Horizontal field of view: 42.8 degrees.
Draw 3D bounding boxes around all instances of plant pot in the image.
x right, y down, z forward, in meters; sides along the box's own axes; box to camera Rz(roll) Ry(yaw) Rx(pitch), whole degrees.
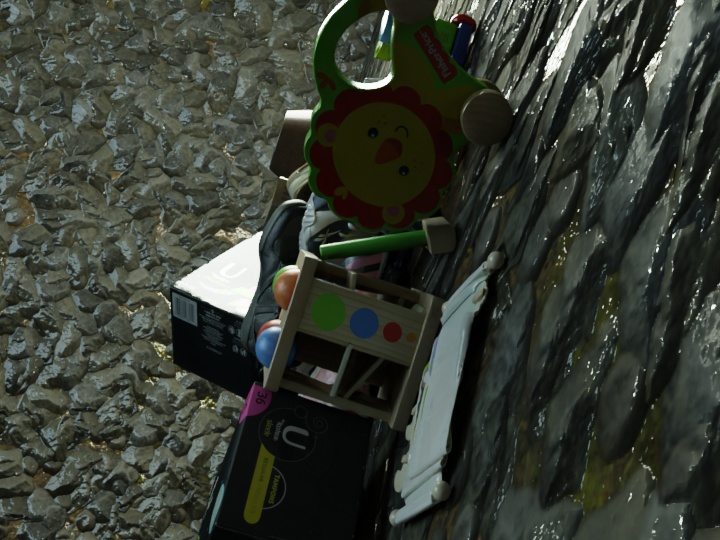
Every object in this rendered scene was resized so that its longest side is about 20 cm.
[{"bbox_3d":[-0.035,-0.169,1.415,0.187,0.196,0.191,-162,90,-83],"label":"plant pot"}]

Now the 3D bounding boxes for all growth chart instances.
[{"bbox_3d":[0.062,0.097,0.717,0.145,0.017,0.204,126,161,-71],"label":"growth chart"}]

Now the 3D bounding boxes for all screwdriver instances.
[{"bbox_3d":[0.056,-0.041,1.056,0.029,0.027,0.204,46,126,50],"label":"screwdriver"}]

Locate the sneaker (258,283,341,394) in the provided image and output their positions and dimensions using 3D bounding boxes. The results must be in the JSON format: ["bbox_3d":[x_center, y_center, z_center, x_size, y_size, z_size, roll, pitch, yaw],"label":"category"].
[{"bbox_3d":[-0.063,0.102,1.138,0.080,0.114,0.204,-1,88,45],"label":"sneaker"}]

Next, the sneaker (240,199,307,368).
[{"bbox_3d":[-0.076,0.027,1.051,0.114,0.075,0.203,38,117,48],"label":"sneaker"}]

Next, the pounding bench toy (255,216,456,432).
[{"bbox_3d":[-0.007,0.025,0.884,0.124,0.153,0.204,-153,81,-83],"label":"pounding bench toy"}]

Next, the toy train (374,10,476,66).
[{"bbox_3d":[0.068,-0.274,1.192,0.200,0.114,0.086,143,145,-78],"label":"toy train"}]

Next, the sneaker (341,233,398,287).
[{"bbox_3d":[0.000,0.000,1.132,0.070,0.081,0.204,45,-119,-62],"label":"sneaker"}]

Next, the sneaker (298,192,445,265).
[{"bbox_3d":[0.021,-0.053,0.961,0.201,0.079,0.130,-54,51,10],"label":"sneaker"}]

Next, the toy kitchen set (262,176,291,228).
[{"bbox_3d":[-0.007,-0.144,1.221,0.163,0.177,0.204,126,161,-66],"label":"toy kitchen set"}]

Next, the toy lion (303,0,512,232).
[{"bbox_3d":[0.024,-0.141,0.817,0.190,0.201,0.069,-31,20,11],"label":"toy lion"}]

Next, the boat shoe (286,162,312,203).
[{"bbox_3d":[-0.001,-0.139,1.132,0.073,0.198,0.065,62,176,-38],"label":"boat shoe"}]

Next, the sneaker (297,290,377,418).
[{"bbox_3d":[-0.007,0.118,1.039,0.203,0.074,0.105,-62,24,18],"label":"sneaker"}]

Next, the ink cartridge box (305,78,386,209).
[{"bbox_3d":[-0.006,-0.120,1.043,0.203,0.039,0.099,-64,-15,19],"label":"ink cartridge box"}]

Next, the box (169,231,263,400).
[{"bbox_3d":[-0.139,0.055,1.244,0.199,0.146,0.127,-35,-42,-49],"label":"box"}]

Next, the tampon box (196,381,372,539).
[{"bbox_3d":[-0.083,0.238,0.877,0.152,0.124,0.202,-80,10,-45],"label":"tampon box"}]
